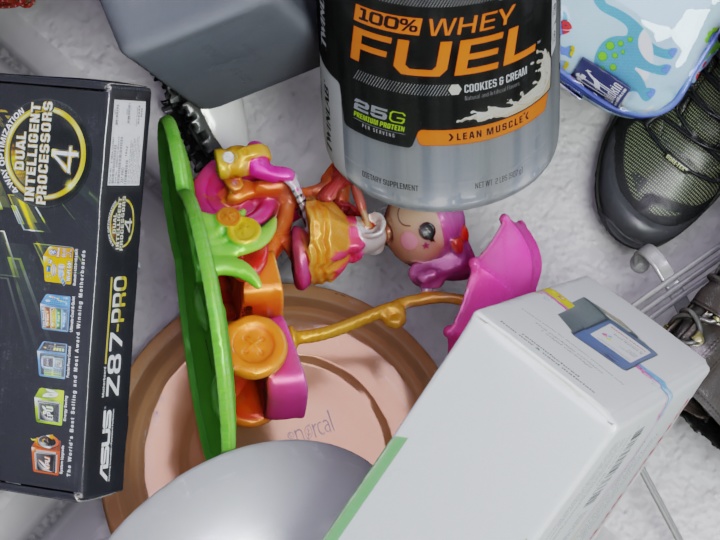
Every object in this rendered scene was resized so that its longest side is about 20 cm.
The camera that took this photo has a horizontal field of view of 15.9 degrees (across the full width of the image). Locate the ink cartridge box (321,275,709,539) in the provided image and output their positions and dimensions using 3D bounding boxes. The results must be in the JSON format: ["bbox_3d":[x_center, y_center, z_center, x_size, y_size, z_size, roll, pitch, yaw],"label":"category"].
[{"bbox_3d":[0.076,0.090,1.219,0.087,0.200,0.146,37,106,14],"label":"ink cartridge box"}]

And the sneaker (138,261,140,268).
[{"bbox_3d":[-0.148,0.011,1.325,0.085,0.077,0.202,-10,98,-41],"label":"sneaker"}]

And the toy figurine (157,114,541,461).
[{"bbox_3d":[0.000,0.000,1.323,0.183,0.150,0.201,-8,61,-10],"label":"toy figurine"}]

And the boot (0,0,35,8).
[{"bbox_3d":[-0.196,-0.163,1.348,0.075,0.108,0.200,22,49,15],"label":"boot"}]

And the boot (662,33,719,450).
[{"bbox_3d":[0.202,-0.005,1.319,0.174,0.069,0.200,-46,115,-11],"label":"boot"}]

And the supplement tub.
[{"bbox_3d":[0.038,-0.140,1.250,0.121,0.201,0.123,-2,38,2],"label":"supplement tub"}]

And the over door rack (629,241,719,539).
[{"bbox_3d":[0.199,0.073,1.396,0.147,0.067,0.201,-33,96,-12],"label":"over door rack"}]

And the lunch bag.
[{"bbox_3d":[0.143,-0.191,1.348,0.160,0.082,0.201,37,97,1],"label":"lunch bag"}]

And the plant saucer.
[{"bbox_3d":[-0.040,0.104,1.377,0.198,0.032,0.202,1,77,-6],"label":"plant saucer"}]

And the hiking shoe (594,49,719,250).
[{"bbox_3d":[0.196,-0.103,1.412,0.075,0.101,0.201,34,76,3],"label":"hiking shoe"}]

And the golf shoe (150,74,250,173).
[{"bbox_3d":[-0.078,-0.144,1.408,0.094,0.078,0.201,-16,80,-9],"label":"golf shoe"}]

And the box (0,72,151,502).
[{"bbox_3d":[-0.187,0.002,1.260,0.160,0.049,0.202,7,95,25],"label":"box"}]

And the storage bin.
[{"bbox_3d":[-0.073,-0.169,1.277,0.145,0.200,0.135,-21,81,8],"label":"storage bin"}]

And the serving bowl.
[{"bbox_3d":[-0.047,0.186,1.274,0.199,0.201,0.066,-32,42,-12],"label":"serving bowl"}]
